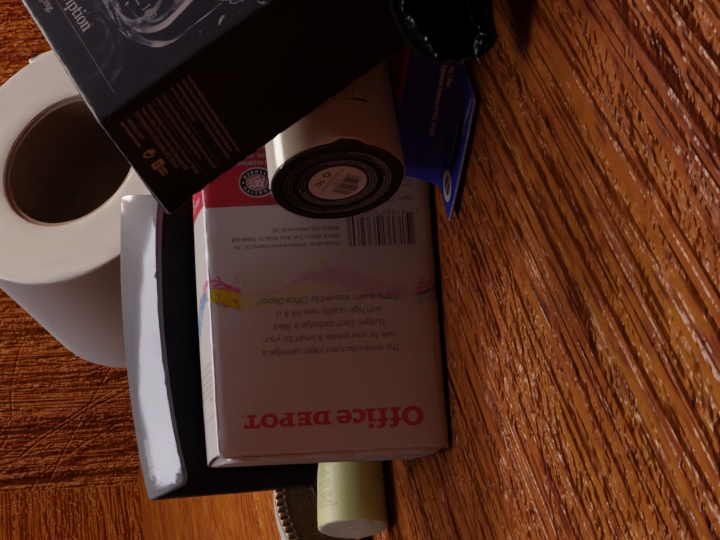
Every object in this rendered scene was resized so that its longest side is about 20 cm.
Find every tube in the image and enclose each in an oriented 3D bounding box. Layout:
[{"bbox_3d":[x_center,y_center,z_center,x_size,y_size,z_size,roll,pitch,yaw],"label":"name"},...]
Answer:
[{"bbox_3d":[-0.008,0.091,1.328,0.058,0.052,0.202,-20,62,35],"label":"tube"}]

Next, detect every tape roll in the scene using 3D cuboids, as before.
[{"bbox_3d":[-0.180,-0.048,1.330,0.139,0.201,0.204,53,-157,-54],"label":"tape roll"}]

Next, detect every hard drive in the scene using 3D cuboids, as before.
[{"bbox_3d":[-0.088,0.045,1.203,0.042,0.134,0.202,-22,71,59],"label":"hard drive"}]

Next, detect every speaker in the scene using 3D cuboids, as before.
[{"bbox_3d":[-0.025,-0.137,1.094,0.081,0.080,0.202,106,159,-58],"label":"speaker"}]

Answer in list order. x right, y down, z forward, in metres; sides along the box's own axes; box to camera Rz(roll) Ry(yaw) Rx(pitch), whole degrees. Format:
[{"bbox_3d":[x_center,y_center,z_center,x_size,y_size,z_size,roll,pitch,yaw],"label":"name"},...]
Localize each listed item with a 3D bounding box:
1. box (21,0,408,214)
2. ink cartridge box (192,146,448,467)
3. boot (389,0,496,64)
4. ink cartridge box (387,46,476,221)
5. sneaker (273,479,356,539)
[{"bbox_3d":[-0.095,-0.172,1.030,0.201,0.181,0.104,54,178,32],"label":"box"},{"bbox_3d":[-0.029,0.020,1.147,0.086,0.146,0.202,140,128,-76],"label":"ink cartridge box"},{"bbox_3d":[0.043,-0.223,0.901,0.201,0.076,0.169,90,175,-48],"label":"boot"},{"bbox_3d":[0.030,-0.132,1.112,0.095,0.037,0.201,100,162,-44],"label":"ink cartridge box"},{"bbox_3d":[-0.032,0.233,1.403,0.109,0.069,0.201,105,157,-51],"label":"sneaker"}]
